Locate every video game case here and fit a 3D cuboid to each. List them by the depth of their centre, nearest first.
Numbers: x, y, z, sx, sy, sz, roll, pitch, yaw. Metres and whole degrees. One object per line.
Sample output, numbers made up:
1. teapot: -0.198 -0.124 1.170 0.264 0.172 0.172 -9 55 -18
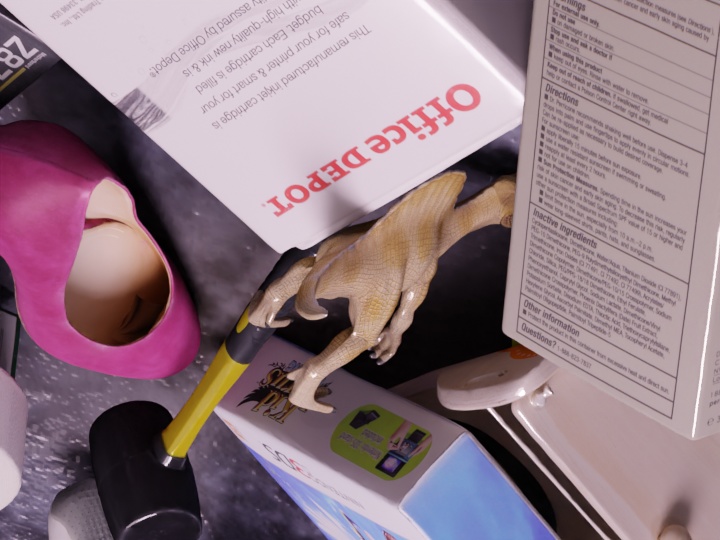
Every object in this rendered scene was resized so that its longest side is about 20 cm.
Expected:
1. video game case: 0.041 0.124 1.257 0.200 0.045 0.181 50 167 -27

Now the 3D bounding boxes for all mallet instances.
1. mallet: -0.057 0.031 1.237 0.041 0.066 0.200 11 124 -32

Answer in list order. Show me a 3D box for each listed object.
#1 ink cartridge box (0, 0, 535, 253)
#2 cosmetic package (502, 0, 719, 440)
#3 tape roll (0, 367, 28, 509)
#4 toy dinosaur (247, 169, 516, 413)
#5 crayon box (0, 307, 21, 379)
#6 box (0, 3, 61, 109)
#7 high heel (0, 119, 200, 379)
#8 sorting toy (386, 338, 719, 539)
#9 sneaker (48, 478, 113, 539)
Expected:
1. ink cartridge box: -0.040 -0.119 1.084 0.200 0.084 0.145 42 134 -21
2. cosmetic package: 0.113 -0.056 1.022 0.105 0.071 0.200 32 127 42
3. tape roll: -0.238 0.064 1.243 0.202 0.037 0.203 3 158 1
4. toy dinosaur: 0.000 0.000 1.130 0.058 0.200 0.101 47 122 13
5. crayon box: -0.279 0.031 1.295 0.172 0.058 0.200 -17 150 39
6. box: -0.225 -0.098 1.187 0.161 0.049 0.200 33 140 -20
7. high heel: -0.096 -0.001 1.203 0.096 0.067 0.200 17 157 36
8. sorting toy: 0.092 0.087 1.238 0.200 0.107 0.180 49 148 -22
9. sneaker: -0.112 0.178 1.427 0.080 0.070 0.200 -2 133 27
